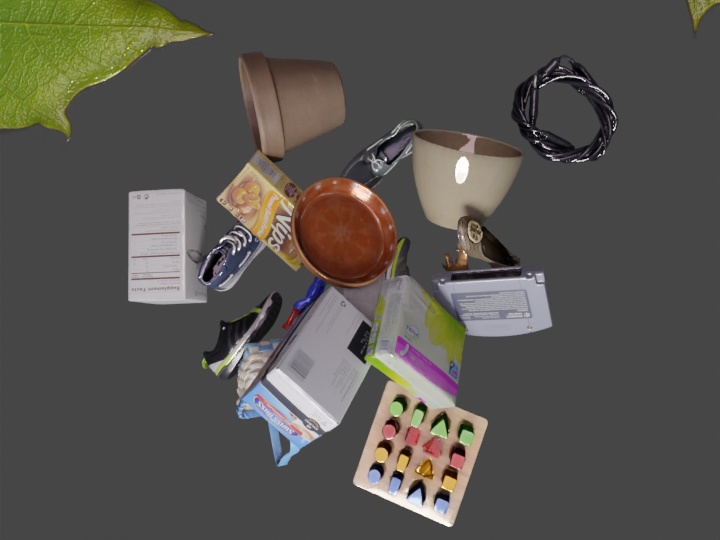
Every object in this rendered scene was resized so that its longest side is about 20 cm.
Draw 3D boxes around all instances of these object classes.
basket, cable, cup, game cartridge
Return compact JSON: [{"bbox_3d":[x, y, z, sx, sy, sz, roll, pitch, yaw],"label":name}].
[{"bbox_3d":[-0.147,0.232,1.242,0.136,0.177,0.204,-4,69,-20],"label":"basket"},{"bbox_3d":[0.371,-0.281,1.280,0.162,0.051,0.202,-33,82,4],"label":"cable"},{"bbox_3d":[0.176,-0.156,1.242,0.196,0.201,0.146,14,111,9],"label":"cup"},{"bbox_3d":[0.231,0.057,1.227,0.196,0.135,0.042,-4,42,24],"label":"game cartridge"}]

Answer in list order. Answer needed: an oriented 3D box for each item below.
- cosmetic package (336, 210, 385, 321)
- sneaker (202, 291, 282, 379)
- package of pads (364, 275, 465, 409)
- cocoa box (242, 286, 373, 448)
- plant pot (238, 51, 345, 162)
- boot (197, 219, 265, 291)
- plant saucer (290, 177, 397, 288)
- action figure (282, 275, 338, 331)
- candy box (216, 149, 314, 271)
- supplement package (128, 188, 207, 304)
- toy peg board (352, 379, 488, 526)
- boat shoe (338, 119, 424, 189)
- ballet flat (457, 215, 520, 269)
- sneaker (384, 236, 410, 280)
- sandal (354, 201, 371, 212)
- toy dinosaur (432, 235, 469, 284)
[{"bbox_3d":[0.000,0.000,1.267,0.081,0.051,0.205,11,67,-21],"label":"cosmetic package"},{"bbox_3d":[-0.229,0.111,1.322,0.082,0.072,0.201,37,91,11],"label":"sneaker"},{"bbox_3d":[0.099,0.119,1.184,0.067,0.199,0.157,-14,50,38],"label":"package of pads"},{"bbox_3d":[-0.073,0.156,1.141,0.133,0.201,0.131,42,135,-9],"label":"cocoa box"},{"bbox_3d":[-0.122,-0.311,1.303,0.171,0.200,0.205,-13,83,-12],"label":"plant pot"},{"bbox_3d":[-0.229,-0.050,1.327,0.072,0.090,0.203,31,90,10],"label":"boot"},{"bbox_3d":[-0.030,-0.065,1.232,0.196,0.032,0.205,9,66,-21],"label":"plant saucer"},{"bbox_3d":[-0.056,0.038,1.308,0.098,0.065,0.203,26,90,16],"label":"action figure"},{"bbox_3d":[-0.150,-0.106,1.278,0.200,0.056,0.115,43,130,-12],"label":"candy box"},{"bbox_3d":[-0.363,-0.041,1.333,0.114,0.117,0.205,-2,85,8],"label":"supplement package"},{"bbox_3d":[0.103,0.326,1.242,0.196,0.098,0.203,20,88,10],"label":"toy peg board"},{"bbox_3d":[0.035,-0.214,1.317,0.198,0.062,0.073,-36,81,4],"label":"boat shoe"},{"bbox_3d":[0.225,-0.038,1.212,0.046,0.199,0.069,-1,65,38],"label":"ballet flat"},{"bbox_3d":[0.075,0.041,1.294,0.079,0.074,0.205,8,87,-8],"label":"sneaker"},{"bbox_3d":[-0.069,-0.114,1.321,0.195,0.075,0.049,7,102,9],"label":"sandal"},{"bbox_3d":[0.188,0.027,1.267,0.060,0.105,0.203,-37,121,-25],"label":"toy dinosaur"}]
